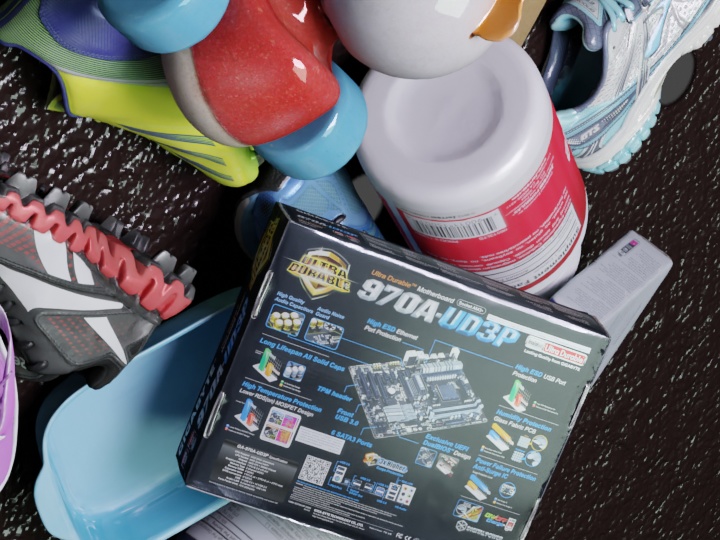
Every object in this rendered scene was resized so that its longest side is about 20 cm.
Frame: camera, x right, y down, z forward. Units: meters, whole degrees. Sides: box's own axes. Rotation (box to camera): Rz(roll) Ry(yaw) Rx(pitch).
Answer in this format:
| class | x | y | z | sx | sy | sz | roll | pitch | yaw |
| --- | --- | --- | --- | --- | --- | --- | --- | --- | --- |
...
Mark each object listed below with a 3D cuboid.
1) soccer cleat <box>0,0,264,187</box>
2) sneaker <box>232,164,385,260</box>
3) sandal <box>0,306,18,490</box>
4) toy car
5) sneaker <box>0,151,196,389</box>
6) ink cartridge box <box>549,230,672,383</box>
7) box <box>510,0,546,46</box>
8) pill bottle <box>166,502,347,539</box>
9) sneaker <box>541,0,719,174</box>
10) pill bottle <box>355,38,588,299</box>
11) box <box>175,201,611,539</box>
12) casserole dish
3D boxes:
| class | x | y | z | sx | sy | sz | roll | pitch | yaw |
| --- | --- | --- | --- | --- | --- | --- | --- | --- | --- |
| soccer cleat | -0.116 | -0.097 | 1.176 | 0.083 | 0.065 | 0.200 | -28 | 146 | 11 |
| sneaker | 0.000 | 0.000 | 1.322 | 0.078 | 0.090 | 0.200 | -48 | 139 | -11 |
| sandal | -0.192 | 0.043 | 1.089 | 0.082 | 0.050 | 0.204 | -35 | 137 | -35 |
| toy car | 0.006 | -0.154 | 1.105 | 0.184 | 0.199 | 0.178 | 41 | 48 | -56 |
| sneaker | -0.169 | 0.003 | 1.163 | 0.098 | 0.071 | 0.200 | -57 | 141 | -1 |
| ink cartridge box | 0.102 | 0.084 | 1.434 | 0.197 | 0.043 | 0.200 | -59 | 166 | 28 |
| box | 0.077 | -0.217 | 1.313 | 0.163 | 0.021 | 0.201 | 24 | 97 | -51 |
| pill bottle | -0.053 | 0.173 | 1.364 | 0.200 | 0.112 | 0.112 | -46 | 140 | -13 |
| sneaker | 0.166 | -0.156 | 1.404 | 0.086 | 0.077 | 0.201 | 16 | 103 | -46 |
| pill bottle | 0.071 | -0.050 | 1.333 | 0.112 | 0.112 | 0.200 | -50 | 154 | -9 |
| box | 0.018 | 0.071 | 1.266 | 0.199 | 0.046 | 0.160 | 19 | 102 | -15 |
| casserole dish | -0.101 | 0.080 | 1.290 | 0.199 | 0.039 | 0.122 | -30 | 126 | -20 |
